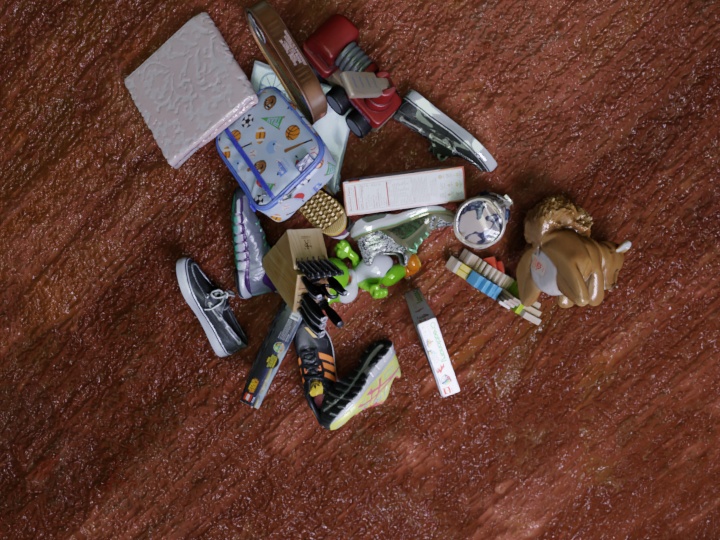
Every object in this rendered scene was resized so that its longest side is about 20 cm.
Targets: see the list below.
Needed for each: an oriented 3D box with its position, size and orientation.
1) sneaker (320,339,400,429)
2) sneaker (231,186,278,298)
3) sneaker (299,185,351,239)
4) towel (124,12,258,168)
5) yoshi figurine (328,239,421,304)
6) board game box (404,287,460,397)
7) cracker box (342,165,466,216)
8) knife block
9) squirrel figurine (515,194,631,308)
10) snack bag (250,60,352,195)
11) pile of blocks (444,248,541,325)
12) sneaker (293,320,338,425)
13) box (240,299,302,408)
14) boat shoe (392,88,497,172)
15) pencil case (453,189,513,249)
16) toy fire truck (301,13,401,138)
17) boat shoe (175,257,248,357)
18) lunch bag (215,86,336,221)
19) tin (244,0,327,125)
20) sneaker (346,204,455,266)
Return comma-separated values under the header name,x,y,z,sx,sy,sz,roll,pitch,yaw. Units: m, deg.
name,x,y,z,sx,sy,sz,roll,pitch,yaw
sneaker,0.011,0.224,0.981,0.200,0.077,0.091,-42,118,-27
sneaker,-0.188,-0.052,0.974,0.085,0.074,0.205,-5,109,-17
sneaker,-0.090,-0.133,0.932,0.075,0.090,0.201,-38,76,4
towel,-0.284,-0.301,0.894,0.189,0.032,0.202,-36,73,10
yoshi figurine,0.001,-0.002,0.934,0.197,0.112,0.114,-26,112,-6
board game box,0.120,0.116,0.926,0.034,0.200,0.129,-20,102,3
cracker box,0.071,-0.137,0.908,0.195,0.134,0.059,-6,102,3
knife block,-0.091,0.031,0.869,0.063,0.199,0.180,-5,75,-29
squirrel figurine,0.367,-0.039,0.909,0.183,0.141,0.205,-10,83,-25
snack bag,-0.112,-0.248,0.946,0.195,0.021,0.193,13,102,-5
pile of blocks,0.252,0.019,0.964,0.197,0.082,0.063,31,101,-5
sneaker,-0.080,0.190,1.000,0.068,0.090,0.205,-14,102,4
box,-0.151,0.126,0.964,0.039,0.137,0.203,25,101,-8
boat shoe,0.145,-0.225,0.925,0.199,0.071,0.064,38,100,2
pencil case,0.204,-0.088,0.881,0.078,0.200,0.090,42,109,6
toy fire truck,-0.015,-0.306,0.824,0.129,0.200,0.176,-44,95,-9
boat shoe,-0.268,0.062,0.985,0.067,0.074,0.203,-20,101,10
lunch bag,-0.141,-0.184,0.866,0.159,0.076,0.201,-39,64,6
tin,-0.117,-0.332,0.859,0.041,0.112,0.202,-34,98,-11
sneaker,0.077,-0.053,0.907,0.195,0.077,0.091,-11,84,-13
